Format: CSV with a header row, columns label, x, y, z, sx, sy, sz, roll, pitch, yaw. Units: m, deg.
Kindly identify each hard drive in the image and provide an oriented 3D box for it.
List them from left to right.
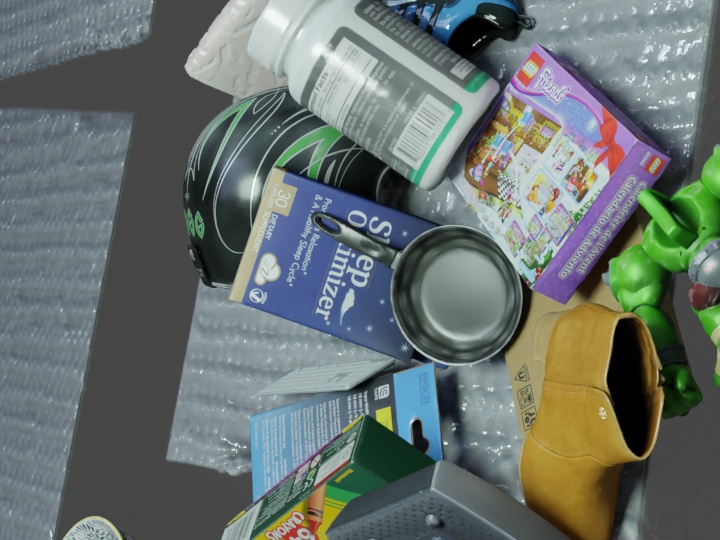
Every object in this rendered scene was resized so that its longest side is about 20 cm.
label,x,y,z,sx,sy,sz,roll,pitch,yaw
hard drive,0.088,0.211,1.009,0.135,0.200,0.042,-32,29,43

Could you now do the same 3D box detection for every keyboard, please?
label,x,y,z,sx,sy,sz,roll,pitch,yaw
keyboard,-0.036,0.099,1.288,0.200,0.056,0.011,-14,98,62

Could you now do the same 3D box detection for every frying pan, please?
label,x,y,z,sx,sy,sz,roll,pitch,yaw
frying pan,0.046,0.016,1.157,0.189,0.031,0.116,7,99,25

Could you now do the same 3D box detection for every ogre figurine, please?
label,x,y,z,sx,sy,sz,roll,pitch,yaw
ogre figurine,0.246,-0.008,0.950,0.120,0.098,0.200,53,132,33

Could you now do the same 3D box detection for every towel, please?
label,x,y,z,sx,sy,sz,roll,pitch,yaw
towel,-0.036,-0.229,1.311,0.200,0.190,0.032,-49,42,30

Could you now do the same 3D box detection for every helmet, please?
label,x,y,z,sx,sy,sz,roll,pitch,yaw
helmet,-0.065,-0.077,1.302,0.200,0.199,0.192,8,96,53

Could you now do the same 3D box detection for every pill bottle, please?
label,x,y,z,sx,sy,sz,roll,pitch,yaw
pill bottle,0.010,-0.167,1.198,0.200,0.113,0.113,36,113,5

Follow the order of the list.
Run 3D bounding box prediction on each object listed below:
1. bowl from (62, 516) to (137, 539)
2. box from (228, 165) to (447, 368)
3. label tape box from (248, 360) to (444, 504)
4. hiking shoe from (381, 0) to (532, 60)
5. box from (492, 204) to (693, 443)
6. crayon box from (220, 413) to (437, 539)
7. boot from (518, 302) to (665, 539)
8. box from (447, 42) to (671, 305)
label,x,y,z,sx,sy,sz,roll,pitch,yaw
bowl,-0.252,0.364,1.471,0.200,0.094,0.202,-21,63,47
box,0.000,0.000,1.199,0.032,0.199,0.122,-82,11,-84
label tape box,0.001,0.177,1.220,0.199,0.063,0.145,-18,63,28
hiking shoe,0.051,-0.208,1.258,0.199,0.074,0.087,-29,61,23
box,0.172,0.031,1.092,0.163,0.021,0.201,-36,52,41
crayon box,0.007,0.224,1.116,0.200,0.172,0.058,-42,19,37
boot,0.163,0.124,0.968,0.144,0.070,0.202,-168,73,-77
box,0.150,-0.081,1.108,0.137,0.039,0.200,-56,29,18
